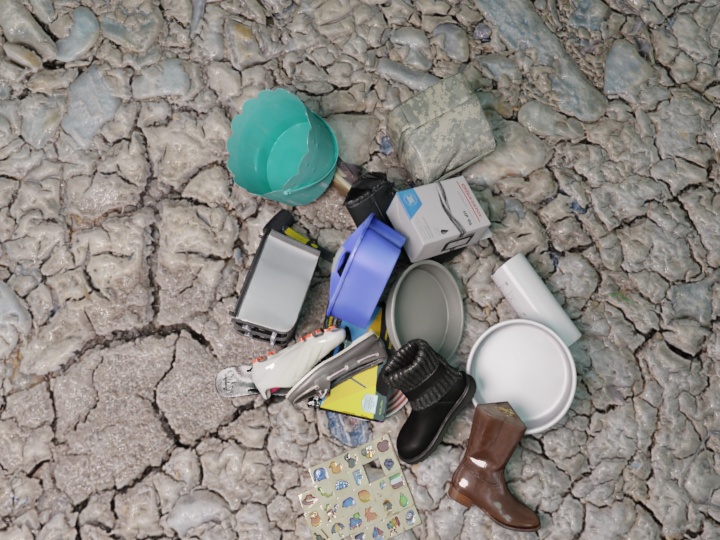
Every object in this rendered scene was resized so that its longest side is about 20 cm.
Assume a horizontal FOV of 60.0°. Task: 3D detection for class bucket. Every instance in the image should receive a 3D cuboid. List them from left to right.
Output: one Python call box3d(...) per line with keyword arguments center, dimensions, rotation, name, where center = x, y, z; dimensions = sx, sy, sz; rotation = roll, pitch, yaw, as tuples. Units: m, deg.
box3d(center=(-0.147, -0.230, 1.213), dimensions=(0.201, 0.134, 0.214), rotation=(-5, 79, 26), name="bucket")

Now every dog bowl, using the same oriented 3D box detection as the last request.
box3d(center=(0.295, 0.192, 1.151), dimensions=(0.194, 0.079, 0.207), rotation=(-1, 87, 16), name="dog bowl")

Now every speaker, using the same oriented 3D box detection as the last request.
box3d(center=(0.343, 0.069, 1.224), dimensions=(0.080, 0.081, 0.202), rotation=(-32, 78, -12), name="speaker")

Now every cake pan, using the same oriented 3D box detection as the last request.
box3d(center=(0.120, 0.084, 1.177), dimensions=(0.196, 0.036, 0.207), rotation=(4, 84, -40), name="cake pan")

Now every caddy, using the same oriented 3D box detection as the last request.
box3d(center=(0.000, 0.000, 1.100), dimensions=(0.103, 0.142, 0.204), rotation=(25, 114, 3), name="caddy")

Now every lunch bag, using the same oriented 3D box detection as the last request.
box3d(center=(0.164, -0.273, 1.278), dimensions=(0.196, 0.140, 0.171), rotation=(-28, 77, -10), name="lunch bag")

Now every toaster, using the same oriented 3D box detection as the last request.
box3d(center=(-0.155, 0.033, 1.153), dimensions=(0.116, 0.181, 0.205), rotation=(20, 73, -3), name="toaster")

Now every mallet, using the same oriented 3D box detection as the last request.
box3d(center=(-0.114, -0.049, 1.212), dimensions=(0.065, 0.042, 0.199), rotation=(-39, 56, -19), name="mallet")

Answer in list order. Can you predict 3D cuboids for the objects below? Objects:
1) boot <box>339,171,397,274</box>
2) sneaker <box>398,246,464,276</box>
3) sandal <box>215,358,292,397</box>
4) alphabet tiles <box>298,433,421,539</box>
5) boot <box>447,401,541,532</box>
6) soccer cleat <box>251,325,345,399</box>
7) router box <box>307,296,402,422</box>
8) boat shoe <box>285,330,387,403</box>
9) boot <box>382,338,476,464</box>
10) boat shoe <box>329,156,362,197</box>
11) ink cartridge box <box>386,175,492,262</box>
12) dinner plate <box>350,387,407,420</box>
box3d(center=(0.006, -0.078, 1.198), dimensions=(0.197, 0.165, 0.073), rotation=(-41, 45, -18), name="boot")
box3d(center=(0.125, -0.056, 1.218), dimensions=(0.060, 0.197, 0.106), rotation=(37, 99, 49), name="sneaker")
box3d(center=(-0.177, 0.200, 1.171), dimensions=(0.194, 0.045, 0.077), rotation=(-9, 74, -6), name="sandal")
box3d(center=(-0.008, 0.420, 1.141), dimensions=(0.195, 0.008, 0.171), rotation=(-21, 77, -9), name="alphabet tiles")
box3d(center=(0.265, 0.344, 1.104), dimensions=(0.181, 0.064, 0.205), rotation=(19, 105, 4), name="boot")
box3d(center=(-0.105, 0.163, 1.117), dimensions=(0.196, 0.069, 0.079), rotation=(-26, 87, 14), name="soccer cleat")
box3d(center=(-0.009, 0.166, 1.164), dimensions=(0.144, 0.051, 0.206), rotation=(11, 72, 0), name="router box")
box3d(center=(-0.038, 0.181, 1.095), dimensions=(0.197, 0.067, 0.057), rotation=(-34, 74, -15), name="boat shoe")
box3d(center=(0.092, 0.232, 1.106), dimensions=(0.156, 0.080, 0.214), rotation=(30, 99, -29), name="boot")
box3d(center=(-0.025, -0.190, 1.279), dimensions=(0.199, 0.072, 0.065), rotation=(39, 80, 13), name="boat shoe")
box3d(center=(0.162, -0.103, 1.171), dimensions=(0.195, 0.068, 0.118), rotation=(-17, 68, -26), name="ink cartridge box")
box3d(center=(0.015, 0.184, 1.200), dimensions=(0.193, 0.024, 0.207), rotation=(1, 74, -4), name="dinner plate")
